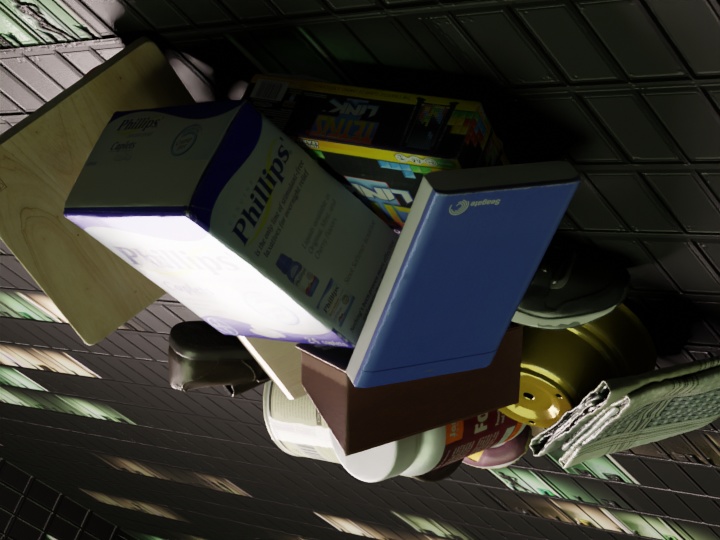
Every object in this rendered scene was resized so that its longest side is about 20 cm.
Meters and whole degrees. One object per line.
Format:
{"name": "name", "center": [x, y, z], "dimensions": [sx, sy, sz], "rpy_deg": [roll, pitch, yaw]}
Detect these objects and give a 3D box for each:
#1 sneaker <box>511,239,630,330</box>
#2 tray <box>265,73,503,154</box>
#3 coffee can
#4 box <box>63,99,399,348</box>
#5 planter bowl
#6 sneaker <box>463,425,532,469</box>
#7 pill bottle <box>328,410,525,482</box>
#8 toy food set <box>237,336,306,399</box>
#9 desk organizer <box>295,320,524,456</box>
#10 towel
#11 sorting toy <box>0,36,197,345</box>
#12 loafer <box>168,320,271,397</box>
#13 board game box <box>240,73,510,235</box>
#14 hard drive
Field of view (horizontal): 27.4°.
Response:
{"name": "sneaker", "center": [0.129, -0.007, 1.264], "dimensions": [0.199, 0.076, 0.088], "rpy_deg": [4, 134, 18]}
{"name": "tray", "center": [0.024, -0.111, 1.187], "dimensions": [0.199, 0.022, 0.107], "rpy_deg": [18, 159, 14]}
{"name": "coffee can", "center": [0.010, 0.150, 1.660], "dimensions": [0.200, 0.147, 0.146], "rpy_deg": [5, 153, 40]}
{"name": "box", "center": [-0.101, -0.034, 1.177], "dimensions": [0.184, 0.105, 0.200], "rpy_deg": [2, 149, 49]}
{"name": "planter bowl", "center": [0.169, 0.089, 1.384], "dimensions": [0.200, 0.084, 0.201], "rpy_deg": [19, 147, 13]}
{"name": "sneaker", "center": [0.103, 0.180, 1.738], "dimensions": [0.200, 0.075, 0.090], "rpy_deg": [5, 158, 36]}
{"name": "pill bottle", "center": [0.071, 0.141, 1.490], "dimensions": [0.114, 0.115, 0.200], "rpy_deg": [0, -170, 45]}
{"name": "toy food set", "center": [-0.042, 0.032, 1.393], "dimensions": [0.200, 0.060, 0.144], "rpy_deg": [-24, 111, 36]}
{"name": "desk organizer", "center": [0.046, 0.089, 1.258], "dimensions": [0.200, 0.077, 0.072], "rpy_deg": [-12, -158, -36]}
{"name": "towel", "center": [0.269, 0.125, 1.326], "dimensions": [0.199, 0.035, 0.193], "rpy_deg": [-9, 160, -19]}
{"name": "sorting toy", "center": [-0.216, -0.074, 1.280], "dimensions": [0.200, 0.199, 0.070], "rpy_deg": [57, 175, -31]}
{"name": "loafer", "center": [-0.127, 0.093, 1.557], "dimensions": [0.200, 0.072, 0.073], "rpy_deg": [6, -152, -42]}
{"name": "board game box", "center": [0.020, -0.077, 1.165], "dimensions": [0.199, 0.057, 0.165], "rpy_deg": [11, 155, 29]}
{"name": "hard drive", "center": [0.076, 0.005, 1.125], "dimensions": [0.132, 0.025, 0.200], "rpy_deg": [-7, 137, -31]}
